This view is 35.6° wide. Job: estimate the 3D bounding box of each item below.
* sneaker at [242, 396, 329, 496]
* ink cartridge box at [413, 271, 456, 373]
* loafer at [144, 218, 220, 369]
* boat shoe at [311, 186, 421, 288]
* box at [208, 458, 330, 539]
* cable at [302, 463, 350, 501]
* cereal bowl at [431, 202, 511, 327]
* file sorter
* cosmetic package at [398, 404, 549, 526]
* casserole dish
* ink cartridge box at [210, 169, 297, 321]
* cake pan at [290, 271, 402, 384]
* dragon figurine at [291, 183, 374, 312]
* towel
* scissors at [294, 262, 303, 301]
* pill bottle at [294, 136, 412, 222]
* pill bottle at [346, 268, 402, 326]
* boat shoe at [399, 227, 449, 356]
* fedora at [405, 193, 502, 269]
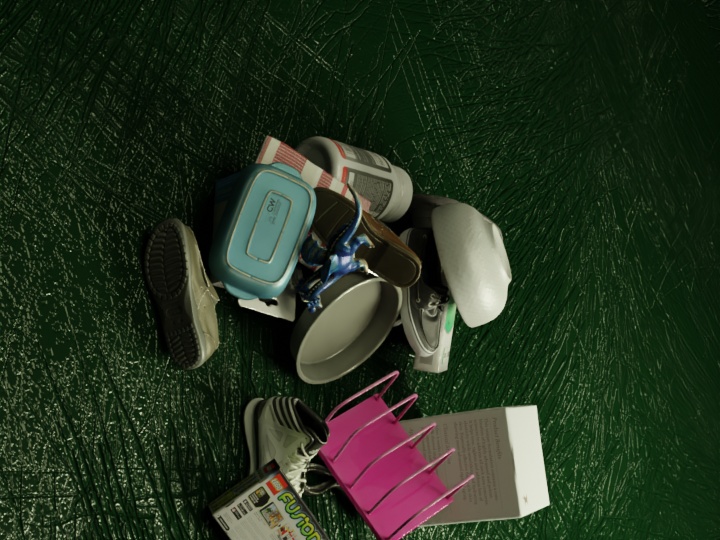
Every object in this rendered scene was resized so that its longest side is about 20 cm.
[{"bbox_3d":[-0.095,0.271,1.543,0.076,0.115,0.201,-6,84,-51],"label":"sneaker"},{"bbox_3d":[0.141,0.081,1.851,0.200,0.050,0.161,2,97,-72],"label":"ink cartridge box"},{"bbox_3d":[-0.233,0.030,1.494,0.070,0.075,0.200,-10,92,-63],"label":"loafer"},{"bbox_3d":[0.000,-0.048,1.610,0.200,0.072,0.068,41,13,-8],"label":"boat shoe"},{"bbox_3d":[-0.107,0.366,1.518,0.110,0.035,0.200,-34,111,-8],"label":"box"},{"bbox_3d":[-0.015,0.315,1.678,0.200,0.050,0.097,36,56,-41],"label":"cable"},{"bbox_3d":[0.181,-0.016,1.740,0.200,0.083,0.200,-17,90,-76],"label":"cereal bowl"},{"bbox_3d":[0.048,0.267,1.626,0.139,0.125,0.200,-27,72,-33],"label":"file sorter"},{"bbox_3d":[0.172,0.306,1.766,0.166,0.200,0.168,12,70,-65],"label":"cosmetic package"},{"bbox_3d":[-0.128,-0.057,1.522,0.121,0.039,0.200,24,75,-17],"label":"casserole dish"},{"bbox_3d":[-0.151,-0.028,1.603,0.115,0.068,0.200,21,63,-45],"label":"ink cartridge box"},{"bbox_3d":[-0.025,0.081,1.656,0.200,0.200,0.037,-1,38,-51],"label":"cake pan"},{"bbox_3d":[-0.040,-0.021,1.515,0.099,0.200,0.059,-26,61,-25],"label":"dragon figurine"},{"bbox_3d":[-0.083,-0.085,1.606,0.200,0.023,0.144,33,64,-28],"label":"towel"},{"bbox_3d":[-0.104,-0.058,1.606,0.073,0.014,0.200,20,65,-47],"label":"scissors"},{"bbox_3d":[-0.014,-0.136,1.765,0.200,0.116,0.116,11,71,-49],"label":"pill bottle"},{"bbox_3d":[0.000,0.000,1.744,0.200,0.112,0.113,36,54,-39],"label":"pill bottle"},{"bbox_3d":[0.105,0.030,1.720,0.070,0.066,0.200,9,74,-48],"label":"boat shoe"},{"bbox_3d":[0.147,-0.050,1.904,0.200,0.177,0.090,35,68,-56],"label":"fedora"}]
